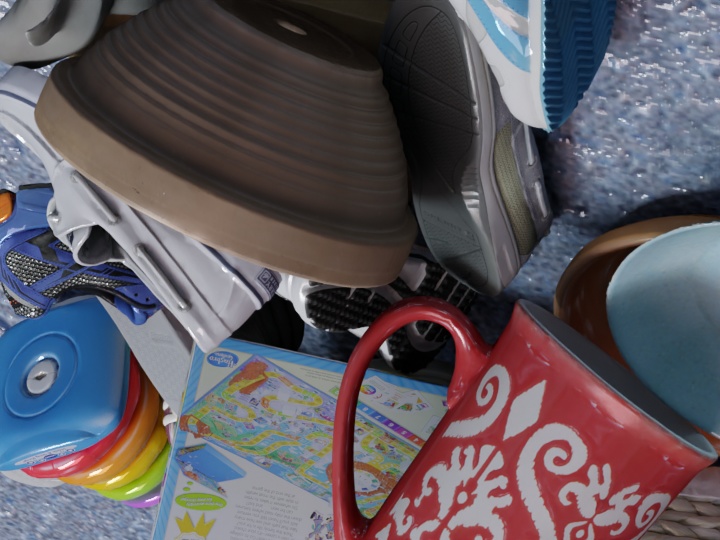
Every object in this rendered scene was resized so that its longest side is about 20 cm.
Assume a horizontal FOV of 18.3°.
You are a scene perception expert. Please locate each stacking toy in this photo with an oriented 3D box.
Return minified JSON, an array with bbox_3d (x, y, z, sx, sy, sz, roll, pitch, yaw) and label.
[{"bbox_3d":[-0.152,0.114,1.483,0.116,0.110,0.200,-18,142,25],"label":"stacking toy"}]

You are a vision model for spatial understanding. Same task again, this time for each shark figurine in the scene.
[{"bbox_3d":[-0.160,-0.162,1.117,0.128,0.090,0.215,13,141,17],"label":"shark figurine"}]

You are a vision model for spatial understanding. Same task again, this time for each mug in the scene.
[{"bbox_3d":[0.062,0.122,1.197,0.177,0.200,0.133,41,-171,28],"label":"mug"}]

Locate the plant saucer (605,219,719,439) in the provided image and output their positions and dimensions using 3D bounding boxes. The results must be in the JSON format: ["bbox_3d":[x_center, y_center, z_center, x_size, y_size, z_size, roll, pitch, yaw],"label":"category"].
[{"bbox_3d":[0.224,0.030,1.123,0.200,0.039,0.201,19,147,12],"label":"plant saucer"}]

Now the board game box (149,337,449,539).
[{"bbox_3d":[-0.010,0.120,1.266,0.199,0.135,0.034,13,177,-5],"label":"board game box"}]

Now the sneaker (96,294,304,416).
[{"bbox_3d":[-0.107,-0.011,1.343,0.071,0.099,0.200,-36,82,52],"label":"sneaker"}]

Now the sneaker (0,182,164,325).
[{"bbox_3d":[-0.114,-0.009,1.262,0.199,0.079,0.075,-3,175,-15],"label":"sneaker"}]

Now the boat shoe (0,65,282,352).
[{"bbox_3d":[-0.132,-0.034,1.171,0.200,0.065,0.074,38,169,26],"label":"boat shoe"}]

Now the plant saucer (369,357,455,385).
[{"bbox_3d":[-0.018,0.123,1.372,0.200,0.050,0.200,-19,155,-9],"label":"plant saucer"}]

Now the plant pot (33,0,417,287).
[{"bbox_3d":[-0.051,-0.079,1.102,0.200,0.201,0.093,26,106,0],"label":"plant pot"}]

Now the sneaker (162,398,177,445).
[{"bbox_3d":[-0.098,0.067,1.420,0.075,0.090,0.200,-5,136,40],"label":"sneaker"}]

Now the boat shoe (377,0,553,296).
[{"bbox_3d":[0.061,-0.074,1.147,0.074,0.065,0.202,29,148,37],"label":"boat shoe"}]

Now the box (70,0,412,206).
[{"bbox_3d":[-0.069,-0.108,1.215,0.199,0.021,0.164,17,146,16],"label":"box"}]

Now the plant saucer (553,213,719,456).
[{"bbox_3d":[0.204,0.035,1.214,0.200,0.038,0.200,19,147,13],"label":"plant saucer"}]

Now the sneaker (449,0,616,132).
[{"bbox_3d":[0.062,-0.151,1.027,0.081,0.077,0.200,12,139,34],"label":"sneaker"}]

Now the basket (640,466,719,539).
[{"bbox_3d":[0.171,0.218,1.326,0.199,0.161,0.198,10,152,-16],"label":"basket"}]

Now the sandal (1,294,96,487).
[{"bbox_3d":[-0.207,0.073,1.537,0.082,0.050,0.203,18,133,-17],"label":"sandal"}]

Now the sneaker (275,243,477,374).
[{"bbox_3d":[0.000,0.000,1.251,0.080,0.074,0.200,35,-178,30],"label":"sneaker"}]
